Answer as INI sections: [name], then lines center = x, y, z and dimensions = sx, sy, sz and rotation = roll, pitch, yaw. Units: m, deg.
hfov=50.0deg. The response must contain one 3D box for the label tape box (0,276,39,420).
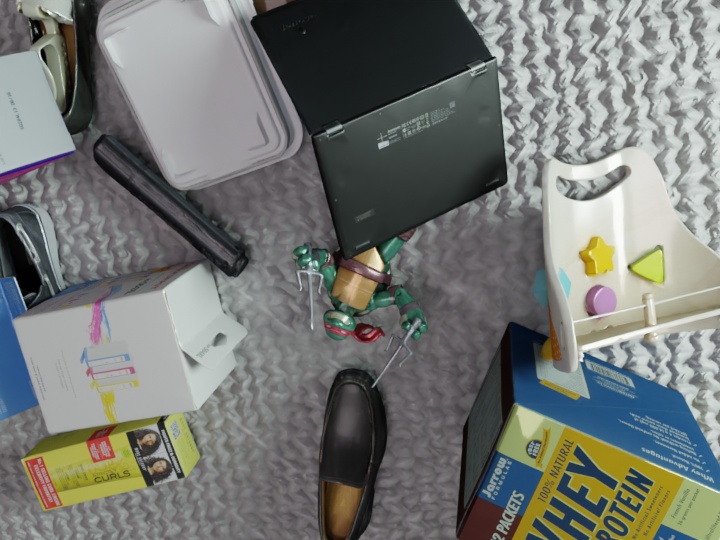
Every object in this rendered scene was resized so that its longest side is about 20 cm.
[label tape box]
center = -0.424, 0.090, 0.844
dimensions = 0.197, 0.066, 0.147
rotation = -5, 106, 41

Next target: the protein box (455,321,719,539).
[protein box]
center = 0.204, 0.176, 0.720
dimensions = 0.194, 0.200, 0.138
rotation = 22, 108, 4

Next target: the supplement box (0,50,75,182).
[supplement box]
center = -0.392, -0.131, 0.765
dimensions = 0.196, 0.103, 0.104
rotation = -11, 105, 36

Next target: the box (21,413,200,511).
[box]
center = -0.292, 0.219, 0.902
dimensions = 0.195, 0.050, 0.077
rotation = -15, 103, 14

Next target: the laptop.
[laptop]
center = 0.024, -0.153, 0.715
dimensions = 0.184, 0.116, 0.204
rotation = -24, 126, -13

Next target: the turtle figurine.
[turtle figurine]
center = 0.000, 0.000, 0.764
dimensions = 0.146, 0.101, 0.205
rotation = 19, 91, -14

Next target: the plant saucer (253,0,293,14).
[plant saucer]
center = -0.127, -0.276, 0.750
dimensions = 0.194, 0.030, 0.206
rotation = 3, 106, 9

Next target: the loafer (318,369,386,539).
[loafer]
center = -0.012, 0.209, 0.828
dimensions = 0.071, 0.072, 0.206
rotation = 4, 105, 10

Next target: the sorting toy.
[sorting toy]
center = 0.230, -0.019, 0.712
dimensions = 0.195, 0.106, 0.185
rotation = -10, 90, -22

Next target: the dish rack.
[dish rack]
center = -0.161, -0.179, 0.748
dimensions = 0.168, 0.044, 0.204
rotation = -15, 113, 21

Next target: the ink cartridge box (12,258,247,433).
[ink cartridge box]
center = -0.229, 0.074, 0.811
dimensions = 0.195, 0.129, 0.129
rotation = -11, 103, 12

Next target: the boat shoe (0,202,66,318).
[boat shoe]
center = -0.362, 0.030, 0.855
dimensions = 0.070, 0.068, 0.206
rotation = -3, 104, 11

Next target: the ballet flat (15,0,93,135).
[ballet flat]
center = -0.304, -0.238, 0.771
dimensions = 0.066, 0.068, 0.206
rotation = 0, 105, 11

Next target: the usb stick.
[usb stick]
center = -0.199, -0.067, 0.808
dimensions = 0.199, 0.055, 0.033
rotation = 41, 73, -2
